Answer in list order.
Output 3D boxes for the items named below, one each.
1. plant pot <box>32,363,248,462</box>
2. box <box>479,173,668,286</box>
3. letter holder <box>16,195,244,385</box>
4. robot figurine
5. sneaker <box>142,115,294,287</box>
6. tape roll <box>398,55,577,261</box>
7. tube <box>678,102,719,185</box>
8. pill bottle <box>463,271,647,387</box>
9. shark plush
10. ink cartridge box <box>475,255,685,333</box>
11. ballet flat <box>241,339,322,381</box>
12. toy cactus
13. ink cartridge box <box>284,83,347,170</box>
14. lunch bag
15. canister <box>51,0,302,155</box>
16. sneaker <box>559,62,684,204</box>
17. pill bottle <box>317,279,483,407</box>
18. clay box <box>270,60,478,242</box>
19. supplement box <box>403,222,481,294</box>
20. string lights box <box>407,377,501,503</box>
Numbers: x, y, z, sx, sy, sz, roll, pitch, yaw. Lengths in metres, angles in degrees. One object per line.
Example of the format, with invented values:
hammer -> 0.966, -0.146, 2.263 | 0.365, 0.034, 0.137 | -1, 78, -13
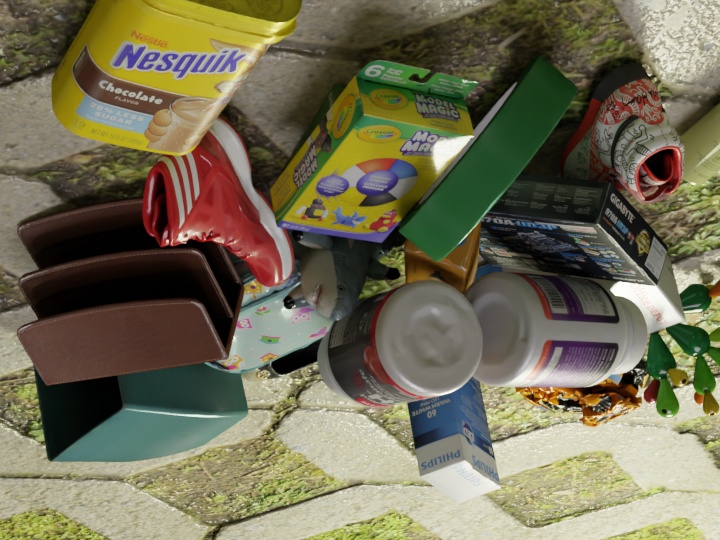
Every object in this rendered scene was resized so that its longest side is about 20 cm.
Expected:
plant pot -> -0.230, 0.124, 1.805 | 0.199, 0.142, 0.141 | 12, 144, -44
box -> 0.183, -0.044, 1.636 | 0.199, 0.046, 0.159 | 8, 162, 35
letter holder -> -0.233, 0.016, 1.598 | 0.198, 0.101, 0.143 | -9, 131, 17
robot figurine -> 0.272, 0.140, 2.036 | 0.144, 0.059, 0.199 | -28, 144, 29
sneaker -> -0.142, -0.040, 1.532 | 0.115, 0.078, 0.201 | -43, 128, -24
tape roll -> 0.113, -0.099, 1.477 | 0.048, 0.201, 0.201 | 38, 137, -2
tube -> 0.380, -0.159, 1.591 | 0.200, 0.052, 0.058 | -44, 176, 36
pill bottle -> 0.198, 0.062, 1.664 | 0.199, 0.112, 0.111 | 5, 148, -44
shark plush -> 0.000, 0.000, 1.646 | 0.199, 0.083, 0.092 | -17, 127, -58
ink cartridge box -> 0.238, 0.029, 1.820 | 0.199, 0.084, 0.145 | -22, 147, 19
ballet flat -> -0.050, 0.087, 1.862 | 0.199, 0.057, 0.066 | -21, 147, 18
toy cactus -> 0.364, 0.069, 1.888 | 0.164, 0.201, 0.102 | 29, 170, 13
ink cartridge box -> 0.009, -0.118, 1.539 | 0.103, 0.060, 0.200 | 5, 146, -22
lunch bag -> -0.114, 0.030, 1.730 | 0.199, 0.078, 0.160 | -26, 146, 23
canister -> -0.156, -0.186, 1.358 | 0.147, 0.087, 0.200 | 9, 146, -28
sneaker -> 0.250, -0.096, 1.587 | 0.067, 0.109, 0.202 | -14, 151, -17
pill bottle -> 0.031, 0.078, 1.637 | 0.110, 0.112, 0.200 | 5, 169, -23
clay box -> 0.014, -0.102, 1.461 | 0.114, 0.048, 0.200 | 7, 145, -28
supplement box -> 0.083, -0.011, 1.663 | 0.066, 0.069, 0.200 | 18, 167, 7
string lights box -> 0.097, 0.147, 1.862 | 0.059, 0.201, 0.103 | -22, 147, 20
